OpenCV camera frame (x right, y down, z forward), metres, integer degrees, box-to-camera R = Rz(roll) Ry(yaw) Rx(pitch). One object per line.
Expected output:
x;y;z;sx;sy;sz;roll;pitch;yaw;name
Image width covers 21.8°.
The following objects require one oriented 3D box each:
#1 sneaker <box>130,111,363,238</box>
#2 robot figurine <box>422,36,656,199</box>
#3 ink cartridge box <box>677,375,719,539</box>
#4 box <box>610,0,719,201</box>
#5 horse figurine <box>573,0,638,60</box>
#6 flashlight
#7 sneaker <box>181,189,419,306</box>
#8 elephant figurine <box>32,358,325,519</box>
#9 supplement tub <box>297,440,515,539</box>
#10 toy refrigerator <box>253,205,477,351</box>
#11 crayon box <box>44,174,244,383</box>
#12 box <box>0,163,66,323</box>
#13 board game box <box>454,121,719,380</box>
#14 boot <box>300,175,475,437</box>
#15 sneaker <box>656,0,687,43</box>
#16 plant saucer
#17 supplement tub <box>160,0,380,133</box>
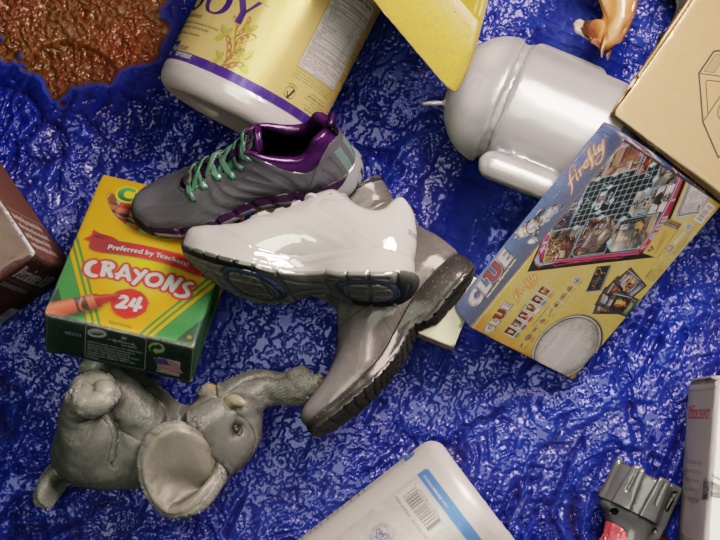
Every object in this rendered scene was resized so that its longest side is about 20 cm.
-0.102;-0.088;1.536;0.200;0.088;0.074;-13;52;10;sneaker
0.156;-0.128;1.600;0.200;0.113;0.170;24;47;4;robot figurine
0.314;0.190;1.550;0.085;0.146;0.200;3;86;1;ink cartridge box
0.330;-0.135;1.563;0.200;0.021;0.164;37;80;-10;box
0.232;-0.297;1.630;0.200;0.050;0.133;-46;61;-3;horse figurine
0.196;0.259;1.592;0.068;0.068;0.200;20;82;40;flashlight
-0.046;-0.021;1.513;0.200;0.075;0.087;4;65;12;sneaker
-0.151;0.142;1.578;0.200;0.155;0.142;22;48;0;elephant figurine
0.022;0.249;1.563;0.200;0.132;0.132;-37;85;-1;supplement tub
0.000;0.000;1.614;0.200;0.076;0.070;21;86;4;toy refrigerator
-0.178;-0.007;1.579;0.127;0.051;0.200;12;46;2;crayon box
-0.382;-0.014;1.583;0.200;0.166;0.164;-35;84;-1;box
0.190;-0.013;1.561;0.135;0.035;0.200;28;108;-38;board game box
-0.012;0.029;1.550;0.132;0.070;0.200;40;80;11;boot
0.303;-0.179;1.629;0.085;0.074;0.200;-5;78;11;sneaker
0.047;-0.274;1.549;0.048;0.200;0.200;-31;114;29;plant saucer
-0.066;-0.216;1.600;0.145;0.145;0.200;26;86;4;supplement tub
